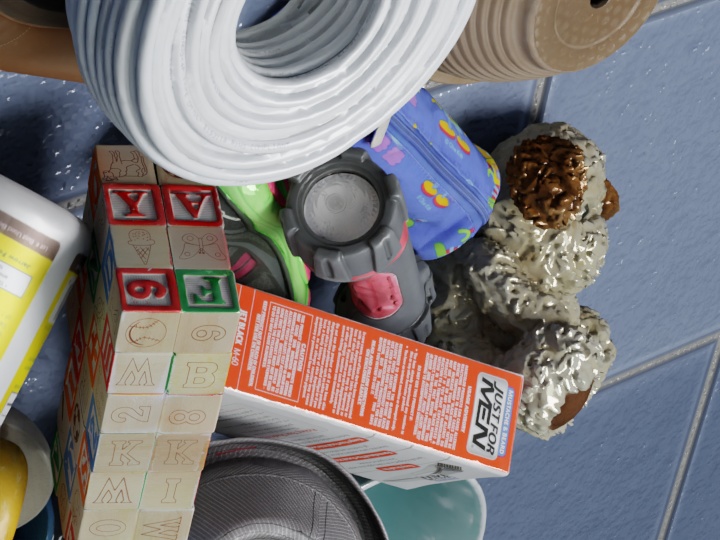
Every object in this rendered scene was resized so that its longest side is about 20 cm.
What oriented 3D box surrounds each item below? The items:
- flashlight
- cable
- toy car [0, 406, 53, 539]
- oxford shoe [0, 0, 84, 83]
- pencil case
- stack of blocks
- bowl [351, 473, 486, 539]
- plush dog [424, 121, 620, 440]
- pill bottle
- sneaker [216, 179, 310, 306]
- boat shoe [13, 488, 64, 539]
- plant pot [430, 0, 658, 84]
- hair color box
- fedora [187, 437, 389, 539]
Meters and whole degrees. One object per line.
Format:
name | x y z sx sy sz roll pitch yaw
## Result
flashlight | 0.000 0.000 1.438 0.200 0.067 0.068 77 22 -68
cable | -0.032 -0.130 1.132 0.199 0.069 0.201 -27 141 -23
toy car | -0.247 0.166 1.381 0.149 0.175 0.201 13 121 -11
oxford shoe | -0.131 -0.117 1.236 0.071 0.072 0.200 -29 153 30
pencil case | 0.012 -0.075 1.445 0.078 0.087 0.200 -52 147 -4
stack of blocks | -0.112 0.049 1.321 0.058 0.116 0.201 1 134 -16
bowl | -0.030 0.167 1.631 0.200 0.105 0.202 -27 141 -24
plush dog | 0.093 -0.008 1.584 0.173 0.160 0.200 -66 172 5
pill bottle | -0.218 0.044 1.264 0.109 0.109 0.201 33 83 -55
sneaker | -0.075 -0.026 1.433 0.083 0.077 0.200 -7 151 7
boat shoe | -0.177 0.189 1.527 0.068 0.085 0.200 2 142 -18
plant pot | 0.103 -0.173 1.434 0.200 0.093 0.202 -27 141 -24
hair color box | -0.023 0.066 1.461 0.199 0.111 0.064 20 72 -27
fedora | -0.072 0.190 1.412 0.200 0.090 0.177 -43 103 10
